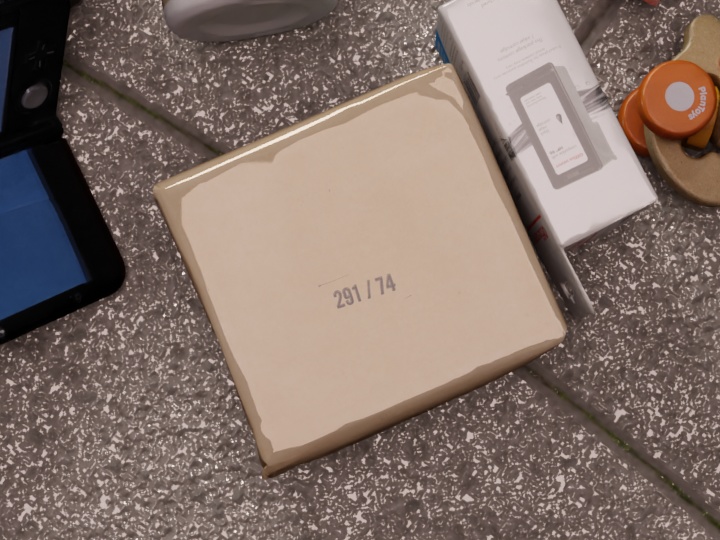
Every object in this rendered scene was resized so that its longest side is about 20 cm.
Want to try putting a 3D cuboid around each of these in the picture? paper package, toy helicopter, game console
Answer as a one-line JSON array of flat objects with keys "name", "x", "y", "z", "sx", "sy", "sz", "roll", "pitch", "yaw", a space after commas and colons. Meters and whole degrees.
[{"name": "paper package", "x": 0.000, "y": 0.000, "z": 0.999, "sx": 0.199, "sy": 0.103, "sz": 0.191, "roll": -23, "pitch": 86, "yaw": 0}, {"name": "toy helicopter", "x": 0.264, "y": -0.122, "z": 1.019, "sx": 0.132, "sy": 0.079, "sz": 0.200, "roll": 40, "pitch": 83, "yaw": 3}, {"name": "game console", "x": -0.234, "y": -0.050, "z": 0.956, "sx": 0.200, "sy": 0.173, "sz": 0.119, "roll": -27, "pitch": 61, "yaw": -36}]

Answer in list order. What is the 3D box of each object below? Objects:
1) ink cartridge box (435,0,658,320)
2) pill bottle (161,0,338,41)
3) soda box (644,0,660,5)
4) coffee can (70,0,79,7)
[{"name": "ink cartridge box", "x": 0.119, "y": -0.075, "z": 0.996, "sx": 0.068, "sy": 0.116, "sz": 0.201, "roll": -26, "pitch": 86, "yaw": 0}, {"name": "pill bottle", "x": -0.082, "y": -0.253, "z": 1.015, "sx": 0.110, "sy": 0.111, "sz": 0.201, "roll": -10, "pitch": 85, "yaw": 0}, {"name": "soda box", "x": 0.120, "y": -0.250, "z": 1.025, "sx": 0.199, "sy": 0.068, "sz": 0.064, "roll": 28, "pitch": 61, "yaw": 2}, {"name": "coffee can", "x": -0.247, "y": -0.258, "z": 0.994, "sx": 0.146, "sy": 0.146, "sz": 0.200, "roll": -37, "pitch": 82, "yaw": -2}]
